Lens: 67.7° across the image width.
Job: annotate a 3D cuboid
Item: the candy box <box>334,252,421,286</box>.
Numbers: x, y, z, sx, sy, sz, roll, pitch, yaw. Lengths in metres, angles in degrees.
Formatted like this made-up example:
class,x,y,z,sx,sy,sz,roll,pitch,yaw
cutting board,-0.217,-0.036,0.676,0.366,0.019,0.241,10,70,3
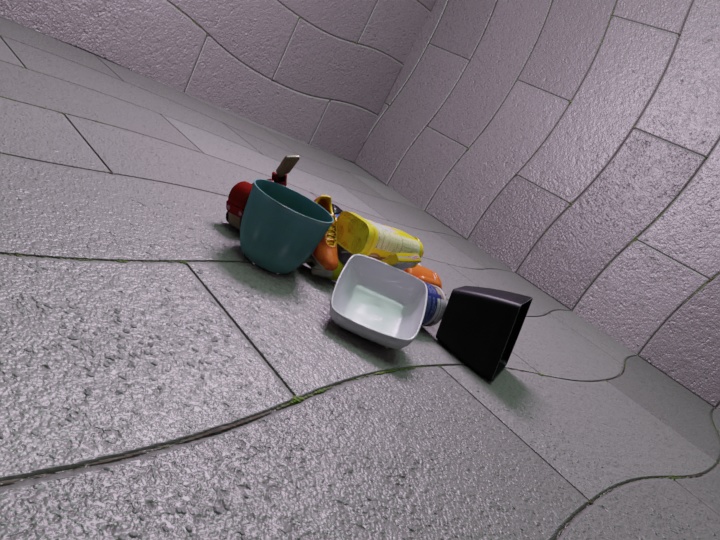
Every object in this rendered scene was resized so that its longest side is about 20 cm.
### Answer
class,x,y,z,sx,sy,sz,roll,pitch,yaw
candy box,0.040,0.006,1.296,0.102,0.199,0.027,-4,72,-54

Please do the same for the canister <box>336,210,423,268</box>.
class,x,y,z,sx,sy,sz,roll,pitch,yaw
canister,0.048,-0.075,1.380,0.199,0.087,0.148,14,15,-40

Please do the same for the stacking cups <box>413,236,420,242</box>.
class,x,y,z,sx,sy,sz,roll,pitch,yaw
stacking cups,0.081,-0.034,1.528,0.199,0.061,0.061,-22,37,-15

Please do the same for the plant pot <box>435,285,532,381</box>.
class,x,y,z,sx,sy,sz,roll,pitch,yaw
plant pot,0.309,0.136,1.373,0.177,0.201,0.199,24,13,22

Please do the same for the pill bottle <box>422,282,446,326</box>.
class,x,y,z,sx,sy,sz,roll,pitch,yaw
pill bottle,0.116,0.074,1.342,0.199,0.111,0.111,15,21,-43

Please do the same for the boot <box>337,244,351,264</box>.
class,x,y,z,sx,sy,sz,roll,pitch,yaw
boot,-0.054,-0.053,1.492,0.073,0.096,0.200,16,3,16

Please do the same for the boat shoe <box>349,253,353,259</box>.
class,x,y,z,sx,sy,sz,roll,pitch,yaw
boat shoe,0.000,0.000,1.396,0.074,0.093,0.200,23,13,4

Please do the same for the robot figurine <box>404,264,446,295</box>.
class,x,y,z,sx,sy,sz,roll,pitch,yaw
robot figurine,0.146,0.038,1.508,0.199,0.144,0.117,20,38,-33

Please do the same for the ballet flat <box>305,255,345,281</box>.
class,x,y,z,sx,sy,sz,roll,pitch,yaw
ballet flat,-0.119,-0.025,1.346,0.200,0.067,0.067,38,38,5

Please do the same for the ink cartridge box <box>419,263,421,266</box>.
class,x,y,z,sx,sy,sz,roll,pitch,yaw
ink cartridge box,0.112,-0.015,1.631,0.198,0.067,0.116,14,16,-9

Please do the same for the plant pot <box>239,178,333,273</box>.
class,x,y,z,sx,sy,sz,roll,pitch,yaw
plant pot,-0.186,-0.092,1.236,0.200,0.162,0.201,27,16,-8

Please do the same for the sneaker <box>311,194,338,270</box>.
class,x,y,z,sx,sy,sz,roll,pitch,yaw
sneaker,-0.089,-0.095,1.314,0.073,0.077,0.201,3,63,-37

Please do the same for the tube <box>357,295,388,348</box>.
class,x,y,z,sx,sy,sz,roll,pitch,yaw
tube,0.020,0.100,1.214,0.200,0.058,0.052,44,-14,30

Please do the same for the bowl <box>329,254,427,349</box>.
class,x,y,z,sx,sy,sz,roll,pitch,yaw
bowl,0.036,0.076,1.158,0.198,0.075,0.201,22,42,1

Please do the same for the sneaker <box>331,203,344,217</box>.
class,x,y,z,sx,sy,sz,roll,pitch,yaw
sneaker,-0.118,-0.150,1.453,0.199,0.070,0.078,1,38,-51

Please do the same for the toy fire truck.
class,x,y,z,sx,sy,sz,roll,pitch,yaw
toy fire truck,-0.233,-0.200,1.337,0.128,0.201,0.175,28,34,33
